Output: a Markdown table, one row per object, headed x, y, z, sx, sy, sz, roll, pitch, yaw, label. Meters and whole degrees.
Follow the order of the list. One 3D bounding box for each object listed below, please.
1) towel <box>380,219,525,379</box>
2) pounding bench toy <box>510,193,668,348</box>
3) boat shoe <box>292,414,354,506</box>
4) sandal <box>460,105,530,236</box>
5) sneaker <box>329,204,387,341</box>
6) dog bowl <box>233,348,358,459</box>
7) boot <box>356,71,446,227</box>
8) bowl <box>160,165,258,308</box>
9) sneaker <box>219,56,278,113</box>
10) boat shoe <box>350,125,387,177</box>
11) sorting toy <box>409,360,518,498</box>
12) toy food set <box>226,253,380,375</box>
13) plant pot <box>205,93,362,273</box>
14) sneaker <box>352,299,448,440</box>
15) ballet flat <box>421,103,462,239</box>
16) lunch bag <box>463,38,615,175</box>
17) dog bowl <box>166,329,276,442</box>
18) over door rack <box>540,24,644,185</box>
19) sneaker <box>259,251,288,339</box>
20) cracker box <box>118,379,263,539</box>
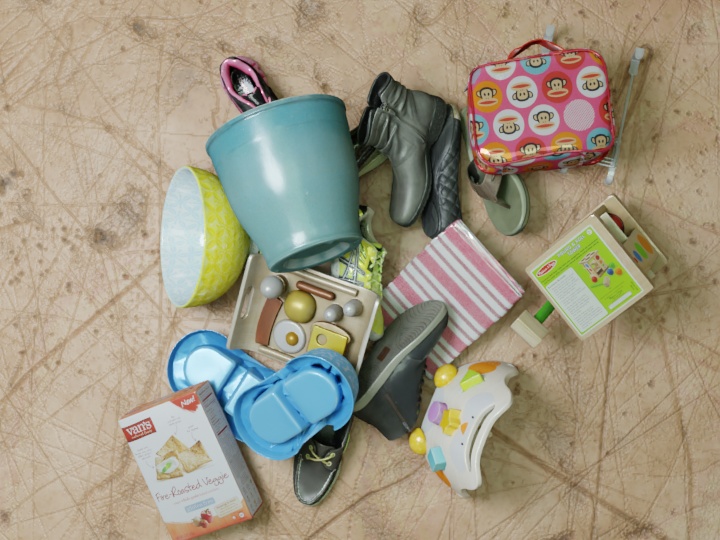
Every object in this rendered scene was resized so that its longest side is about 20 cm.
| x | y | z | sx | sy | sz | roll | pitch | yaw | label |
| --- | --- | --- | --- | --- | --- | --- | --- | --- | --- |
| 0.118 | 0.044 | 1.573 | 0.147 | 0.030 | 0.200 | 47 | 110 | 3 | towel |
| 0.306 | 0.012 | 1.529 | 0.200 | 0.156 | 0.125 | -42 | 86 | 28 | pounding bench toy |
| -0.054 | 0.244 | 1.582 | 0.071 | 0.061 | 0.203 | 18 | 89 | 4 | boat shoe |
| 0.179 | -0.141 | 1.568 | 0.057 | 0.080 | 0.203 | -13 | 77 | -39 | sandal |
| 0.000 | 0.000 | 1.557 | 0.076 | 0.075 | 0.202 | -24 | 75 | 30 | sneaker |
| -0.085 | 0.179 | 1.498 | 0.199 | 0.050 | 0.112 | -35 | 95 | 30 | dog bowl |
| 0.042 | -0.170 | 1.551 | 0.130 | 0.067 | 0.203 | 11 | 93 | -40 | boot |
| -0.206 | -0.044 | 1.561 | 0.107 | 0.200 | 0.203 | 3 | 88 | -27 | bowl |
| -0.141 | -0.231 | 1.591 | 0.079 | 0.095 | 0.201 | -39 | 87 | 0 | sneaker |
| -0.038 | -0.149 | 1.586 | 0.200 | 0.065 | 0.073 | -43 | 54 | -5 | boat shoe |
| 0.154 | 0.217 | 1.501 | 0.106 | 0.180 | 0.202 | 22 | 89 | -13 | sorting toy |
| -0.080 | 0.074 | 1.519 | 0.198 | 0.060 | 0.145 | 20 | 103 | 16 | toy food set |
| -0.086 | -0.105 | 1.466 | 0.198 | 0.200 | 0.190 | -19 | 80 | 3 | plant pot |
| 0.070 | 0.140 | 1.560 | 0.200 | 0.075 | 0.106 | -48 | 122 | -2 | sneaker |
| 0.123 | -0.141 | 1.597 | 0.056 | 0.066 | 0.203 | 6 | 88 | -39 | ballet flat |
| 0.243 | -0.229 | 1.504 | 0.197 | 0.082 | 0.179 | -6 | 81 | 4 | lunch bag |
| -0.187 | 0.168 | 1.601 | 0.199 | 0.050 | 0.112 | 33 | 90 | 5 | dog bowl |
| 0.313 | -0.233 | 1.574 | 0.146 | 0.067 | 0.202 | 14 | 83 | 5 | over door rack |
| -0.099 | 0.010 | 1.592 | 0.082 | 0.074 | 0.203 | -9 | 96 | 6 | sneaker |
| -0.242 | 0.274 | 1.566 | 0.133 | 0.058 | 0.202 | -22 | 96 | 17 | cracker box |
